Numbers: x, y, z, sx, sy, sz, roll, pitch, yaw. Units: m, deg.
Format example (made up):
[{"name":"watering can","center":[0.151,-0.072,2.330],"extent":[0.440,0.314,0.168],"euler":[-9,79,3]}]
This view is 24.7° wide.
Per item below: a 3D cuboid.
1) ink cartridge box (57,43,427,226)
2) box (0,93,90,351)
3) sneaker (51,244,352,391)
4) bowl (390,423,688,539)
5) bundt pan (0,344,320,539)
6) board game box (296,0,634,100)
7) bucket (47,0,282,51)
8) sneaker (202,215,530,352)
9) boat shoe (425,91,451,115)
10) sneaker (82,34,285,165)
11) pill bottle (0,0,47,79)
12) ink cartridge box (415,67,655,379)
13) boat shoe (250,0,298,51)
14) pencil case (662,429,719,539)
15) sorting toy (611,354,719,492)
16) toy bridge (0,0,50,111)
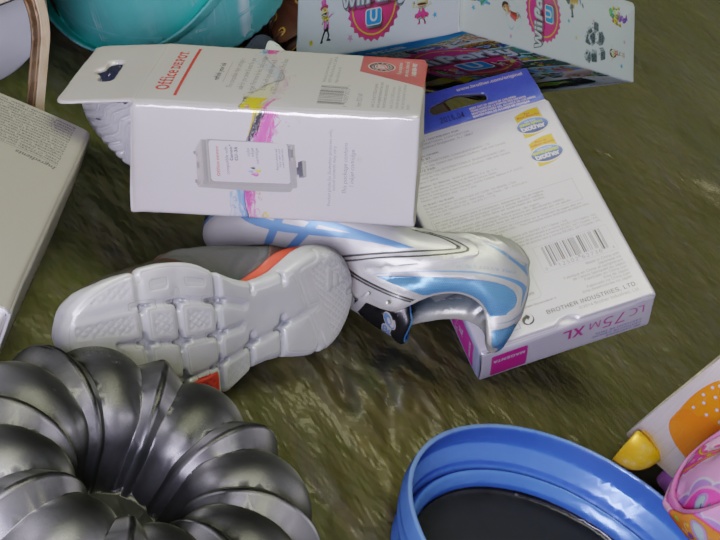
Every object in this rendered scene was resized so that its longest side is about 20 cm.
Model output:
[{"name":"ink cartridge box","center":[-0.064,-0.080,0.940],"extent":[0.198,0.068,0.117],"euler":[4,23,3]},{"name":"box","center":[-0.200,-0.018,0.834],"extent":[0.082,0.069,0.200],"euler":[23,28,-8]},{"name":"sneaker","center":[-0.094,0.024,0.882],"extent":[0.082,0.078,0.199],"euler":[14,13,40]},{"name":"bowl","center":[0.107,0.159,0.839],"extent":[0.199,0.040,0.201],"euler":[21,28,-12]},{"name":"bundt pan","center":[-0.104,0.105,0.705],"extent":[0.201,0.076,0.202],"euler":[21,29,-12]},{"name":"board game box","center":[0.075,-0.167,1.138],"extent":[0.147,0.065,0.199],"euler":[-3,-7,43]},{"name":"bucket","center":[-0.140,-0.249,1.131],"extent":[0.205,0.135,0.208],"euler":[-3,53,4]},{"name":"sneaker","center":[0.000,0.000,0.969],"extent":[0.198,0.072,0.073],"euler":[11,69,6]},{"name":"boat shoe","center":[0.064,-0.036,1.121],"extent":[0.072,0.072,0.201],"euler":[-22,61,-18]},{"name":"sneaker","center":[-0.094,-0.109,1.080],"extent":[0.198,0.080,0.130],"euler":[9,27,-22]},{"name":"pill bottle","center":[-0.274,-0.208,1.042],"extent":[0.113,0.114,0.200],"euler":[4,35,-37]},{"name":"ink cartridge box","center":[0.092,-0.035,1.057],"extent":[0.119,0.042,0.201],"euler":[-17,60,-11]},{"name":"boat shoe","center":[-0.043,-0.181,1.248],"extent":[0.199,0.072,0.068],"euler":[29,54,21]},{"name":"pencil case","center":[0.236,0.167,0.819],"extent":[0.200,0.087,0.087],"euler":[53,26,-9]},{"name":"sorting toy","center":[0.246,0.135,0.951],"extent":[0.180,0.107,0.200],"euler":[51,16,10]},{"name":"toy bridge","center":[-0.218,-0.155,0.936],"extent":[0.067,0.201,0.027],"euler":[-26,12,-25]}]
